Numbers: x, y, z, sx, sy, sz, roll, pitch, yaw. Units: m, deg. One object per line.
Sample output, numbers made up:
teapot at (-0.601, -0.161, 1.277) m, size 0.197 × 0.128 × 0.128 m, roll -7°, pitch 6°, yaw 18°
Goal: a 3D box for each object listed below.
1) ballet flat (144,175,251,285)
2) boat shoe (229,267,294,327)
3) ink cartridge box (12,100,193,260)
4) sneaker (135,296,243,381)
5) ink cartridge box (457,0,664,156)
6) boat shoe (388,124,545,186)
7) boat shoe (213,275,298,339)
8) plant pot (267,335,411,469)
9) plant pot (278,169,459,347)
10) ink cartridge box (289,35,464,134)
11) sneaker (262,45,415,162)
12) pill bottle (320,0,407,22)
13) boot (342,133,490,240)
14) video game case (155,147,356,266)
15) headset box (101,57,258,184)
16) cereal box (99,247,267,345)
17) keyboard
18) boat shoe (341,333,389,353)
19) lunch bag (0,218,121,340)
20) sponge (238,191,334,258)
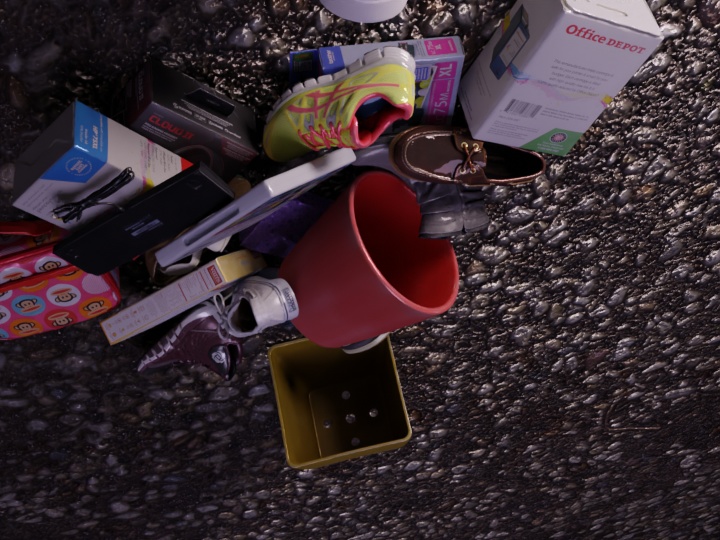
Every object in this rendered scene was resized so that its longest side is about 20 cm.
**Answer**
ballet flat at (-0.211, -0.042, 1.290) m, size 0.199 × 0.073 × 0.068 m, roll -34°, pitch 137°, yaw 27°
boat shoe at (-0.111, 0.040, 1.416) m, size 0.090 × 0.072 × 0.200 m, roll 0°, pitch 169°, yaw -29°
ink cartridge box at (-0.261, -0.086, 1.085) m, size 0.116 × 0.068 × 0.199 m, roll -34°, pitch 138°, yaw 29°
sneaker at (-0.246, 0.132, 1.476) m, size 0.116 × 0.076 × 0.200 m, roll 48°, pitch 126°, yaw -4°
ink cartridge box at (0.226, -0.238, 1.146) m, size 0.144 × 0.088 × 0.200 m, roll 7°, pitch 143°, yaw -27°
boat shoe at (0.132, -0.137, 1.190) m, size 0.198 × 0.071 × 0.070 m, roll -1°, pitch -171°, yaw -29°
boat shoe at (-0.151, 0.056, 1.289) m, size 0.085 × 0.075 × 0.202 m, roll -23°, pitch -172°, yaw -23°
plant pot at (-0.025, 0.223, 1.637) m, size 0.198 × 0.202 × 0.177 m, roll -14°, pitch 157°, yaw 2°
plant pot at (0.000, 0.000, 1.283) m, size 0.199 × 0.202 × 0.177 m, roll 21°, pitch 139°, yaw -39°
ink cartridge box at (0.016, -0.210, 1.160) m, size 0.197 × 0.042 × 0.120 m, roll -5°, pitch 144°, yaw -9°
sneaker at (-0.025, -0.166, 1.095) m, size 0.199 × 0.091 × 0.078 m, roll -27°, pitch 144°, yaw 22°
pill bottle at (0.014, -0.337, 0.912) m, size 0.112 × 0.115 × 0.201 m, roll -4°, pitch 144°, yaw -13°
boot at (0.075, -0.102, 1.231) m, size 0.198 × 0.133 × 0.070 m, roll -3°, pitch -175°, yaw -19°
video game case at (-0.118, -0.077, 1.146) m, size 0.181 × 0.023 × 0.200 m, roll -29°, pitch -178°, yaw 31°
headset box at (-0.223, -0.142, 1.143) m, size 0.148 × 0.076 × 0.200 m, roll 23°, pitch 132°, yaw -39°
cereal box at (-0.238, 0.031, 1.352) m, size 0.199 × 0.040 × 0.144 m, roll -27°, pitch 180°, yaw 18°
keyboard at (-0.243, -0.062, 1.048) m, size 0.199 × 0.021 × 0.127 m, roll -27°, pitch 147°, yaw 15°
boat shoe at (0.032, 0.057, 1.523) m, size 0.199 × 0.074 × 0.065 m, roll -36°, pitch 128°, yaw 25°
lunch bag at (-0.423, 0.000, 1.282) m, size 0.198 × 0.083 × 0.177 m, roll -16°, pitch 142°, yaw 2°
sponge at (-0.055, -0.052, 1.366) m, size 0.198 × 0.030 × 0.112 m, roll 15°, pitch 136°, yaw -33°
